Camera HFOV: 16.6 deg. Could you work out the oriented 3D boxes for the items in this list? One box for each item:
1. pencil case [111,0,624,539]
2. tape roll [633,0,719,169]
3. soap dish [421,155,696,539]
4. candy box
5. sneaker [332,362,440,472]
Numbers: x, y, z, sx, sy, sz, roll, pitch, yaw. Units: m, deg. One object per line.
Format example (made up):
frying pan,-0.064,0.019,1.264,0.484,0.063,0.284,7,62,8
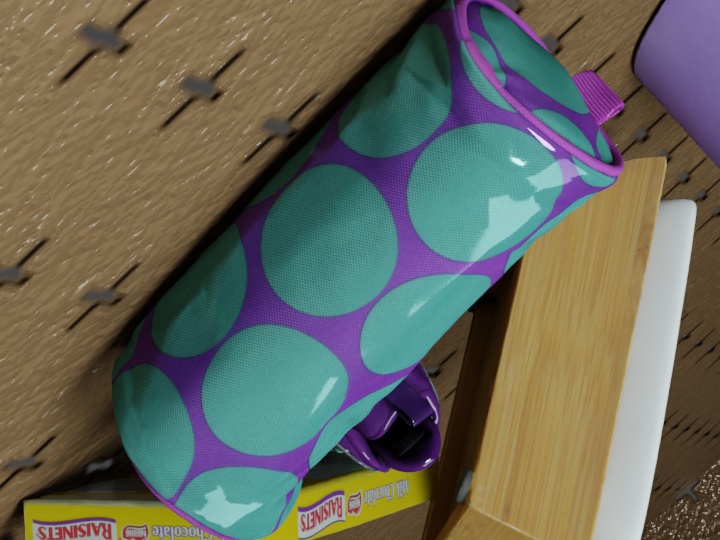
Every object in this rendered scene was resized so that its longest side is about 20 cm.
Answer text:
pencil case,0.000,0.000,0.862,0.200,0.085,0.092,-46,150,20
tape roll,0.221,-0.123,1.084,0.200,0.085,0.200,-38,165,-11
soap dish,0.086,0.063,1.133,0.158,0.081,0.201,113,-8,-64
candy box,-0.048,0.096,1.032,0.101,0.027,0.200,1,-178,22
sneaker,-0.006,0.060,1.024,0.074,0.088,0.200,-39,166,-8
